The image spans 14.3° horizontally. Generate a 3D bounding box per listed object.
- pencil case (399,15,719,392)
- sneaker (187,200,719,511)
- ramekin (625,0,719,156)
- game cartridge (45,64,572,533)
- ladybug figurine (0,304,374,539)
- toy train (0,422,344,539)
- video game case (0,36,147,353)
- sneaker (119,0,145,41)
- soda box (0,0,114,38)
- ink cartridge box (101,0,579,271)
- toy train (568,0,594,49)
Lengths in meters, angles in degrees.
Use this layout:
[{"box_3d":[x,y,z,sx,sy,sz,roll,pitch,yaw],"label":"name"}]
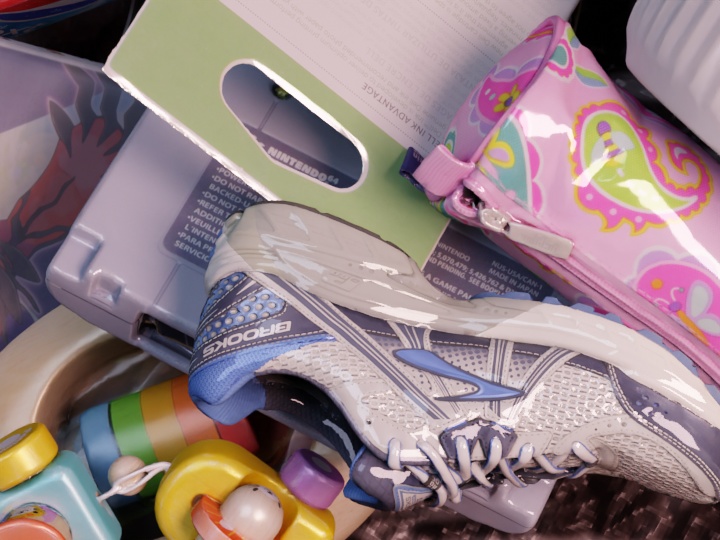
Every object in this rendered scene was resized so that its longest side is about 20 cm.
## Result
[{"box_3d":[0.114,0.000,1.015,0.200,0.087,0.087,38,88,-7],"label":"pencil case"},{"box_3d":[0.032,0.052,0.993,0.200,0.077,0.085,19,64,8],"label":"sneaker"},{"box_3d":[0.186,-0.062,1.000,0.200,0.200,0.105,44,101,30],"label":"ramekin"},{"box_3d":[0.000,0.000,1.072,0.200,0.041,0.133,28,61,3],"label":"game cartridge"},{"box_3d":[-0.068,0.067,1.120,0.200,0.072,0.136,-17,74,9],"label":"ladybug figurine"},{"box_3d":[-0.074,0.134,1.052,0.200,0.056,0.150,10,104,-1],"label":"toy train"},{"box_3d":[-0.179,0.002,1.120,0.023,0.182,0.200,24,99,55],"label":"video game case"},{"box_3d":[-0.055,-0.105,1.199,0.073,0.085,0.200,7,96,24],"label":"sneaker"},{"box_3d":[-0.117,-0.140,1.145,0.200,0.064,0.068,-17,86,27],"label":"soda box"},{"box_3d":[0.001,-0.106,1.063,0.200,0.146,0.048,-59,19,-20],"label":"ink cartridge box"},{"box_3d":[0.075,-0.107,1.147,0.034,0.046,0.200,7,74,26],"label":"toy train"}]
